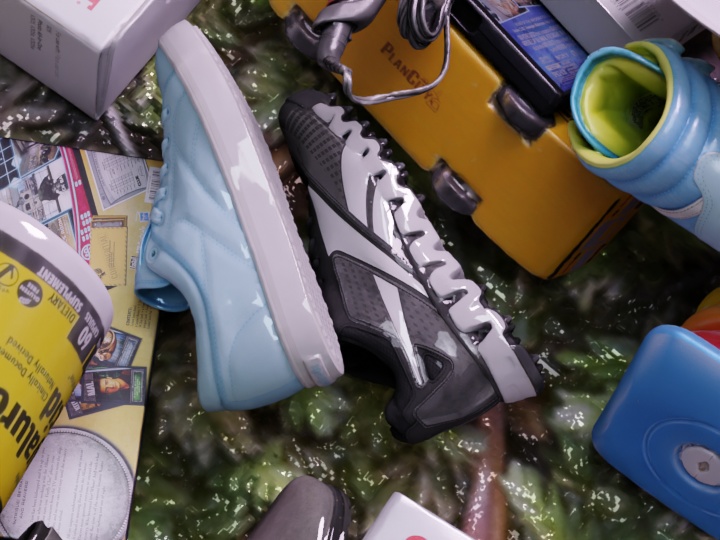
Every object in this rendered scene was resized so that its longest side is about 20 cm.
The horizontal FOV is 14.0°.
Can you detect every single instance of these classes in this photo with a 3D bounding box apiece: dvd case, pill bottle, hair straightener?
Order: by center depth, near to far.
[{"bbox_3d":[-0.201,0.072,1.288,0.111,0.111,0.201,27,67,5],"label":"pill bottle"},{"bbox_3d":[0.036,-0.157,1.378,0.077,0.041,0.201,22,61,-1],"label":"hair straightener"},{"bbox_3d":[0.059,-0.161,1.463,0.200,0.018,0.142,48,30,13],"label":"dvd case"}]

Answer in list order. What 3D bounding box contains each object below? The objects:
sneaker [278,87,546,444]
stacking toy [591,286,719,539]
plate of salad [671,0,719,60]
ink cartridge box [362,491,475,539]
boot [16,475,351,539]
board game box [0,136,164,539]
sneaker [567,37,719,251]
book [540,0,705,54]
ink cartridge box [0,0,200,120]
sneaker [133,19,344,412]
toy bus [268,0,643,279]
[{"bbox_3d":[0.000,0.000,1.405,0.090,0.067,0.200,-34,65,-3],"label":"sneaker"},{"bbox_3d":[0.207,0.029,1.414,0.109,0.116,0.200,33,53,7],"label":"stacking toy"},{"bbox_3d":[0.211,-0.094,1.357,0.199,0.200,0.048,28,109,5],"label":"plate of salad"},{"bbox_3d":[0.016,0.229,1.266,0.145,0.145,0.200,32,67,7],"label":"ink cartridge box"},{"bbox_3d":[-0.097,0.149,1.309,0.130,0.068,0.201,37,68,-13],"label":"boot"},{"bbox_3d":[-0.163,0.036,1.387,0.135,0.035,0.201,9,66,-3],"label":"board game box"},{"bbox_3d":[0.152,-0.069,1.382,0.130,0.200,0.080,33,98,-11],"label":"sneaker"},{"bbox_3d":[0.153,-0.188,1.484,0.200,0.048,0.134,-33,76,-39],"label":"book"},{"bbox_3d":[-0.164,-0.193,1.457,0.200,0.084,0.146,36,67,8],"label":"ink cartridge box"},{"bbox_3d":[-0.076,-0.025,1.371,0.082,0.074,0.201,-22,60,3],"label":"sneaker"},{"bbox_3d":[0.049,-0.089,1.438,0.200,0.065,0.078,47,26,13],"label":"toy bus"}]
